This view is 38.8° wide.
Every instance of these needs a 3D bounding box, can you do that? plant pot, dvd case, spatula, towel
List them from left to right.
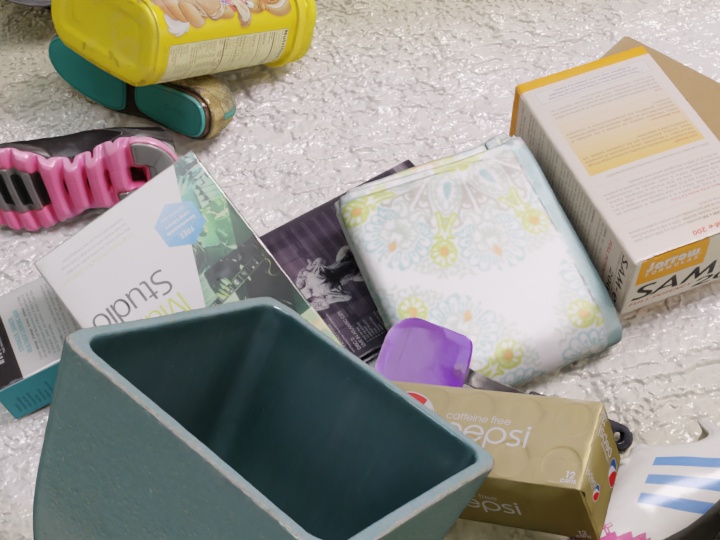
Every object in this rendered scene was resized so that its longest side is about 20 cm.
[{"bbox_3d":[-0.077,0.158,0.612,0.195,0.201,0.196,34,21,24],"label":"plant pot"},{"bbox_3d":[0.000,0.000,0.849,0.199,0.016,0.149,-29,59,-17],"label":"dvd case"},{"bbox_3d":[0.089,-0.002,0.809,0.170,0.048,0.201,-20,68,-11],"label":"towel"},{"bbox_3d":[0.108,0.089,0.742,0.199,0.021,0.057,21,81,-9],"label":"spatula"}]

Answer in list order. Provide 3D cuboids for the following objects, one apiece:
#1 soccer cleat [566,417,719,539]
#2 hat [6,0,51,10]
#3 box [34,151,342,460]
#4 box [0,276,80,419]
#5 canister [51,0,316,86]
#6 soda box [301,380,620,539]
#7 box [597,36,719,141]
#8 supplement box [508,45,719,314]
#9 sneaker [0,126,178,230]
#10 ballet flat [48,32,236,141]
[{"bbox_3d":[0.187,0.168,0.695,0.199,0.070,0.086,-23,42,-18],"label":"soccer cleat"},{"bbox_3d":[-0.312,-0.329,1.065,0.199,0.081,0.202,-1,62,2],"label":"hat"},{"bbox_3d":[-0.122,0.033,0.755,0.144,0.036,0.200,-38,88,-12],"label":"box"},{"bbox_3d":[-0.198,0.031,0.804,0.199,0.049,0.082,-26,58,-10],"label":"box"},{"bbox_3d":[-0.158,-0.234,0.930,0.148,0.087,0.200,32,33,26],"label":"canister"},{"bbox_3d":[0.066,0.123,0.687,0.199,0.064,0.068,2,48,30],"label":"soda box"},{"bbox_3d":[0.247,-0.121,0.922,0.163,0.021,0.200,37,64,25],"label":"box"},{"bbox_3d":[0.221,-0.078,0.833,0.125,0.074,0.201,-18,56,-11],"label":"supplement box"},{"bbox_3d":[-0.254,-0.093,0.905,0.199,0.079,0.096,-4,32,-1],"label":"sneaker"},{"bbox_3d":[-0.202,-0.178,0.964,0.199,0.071,0.071,26,59,20],"label":"ballet flat"}]
